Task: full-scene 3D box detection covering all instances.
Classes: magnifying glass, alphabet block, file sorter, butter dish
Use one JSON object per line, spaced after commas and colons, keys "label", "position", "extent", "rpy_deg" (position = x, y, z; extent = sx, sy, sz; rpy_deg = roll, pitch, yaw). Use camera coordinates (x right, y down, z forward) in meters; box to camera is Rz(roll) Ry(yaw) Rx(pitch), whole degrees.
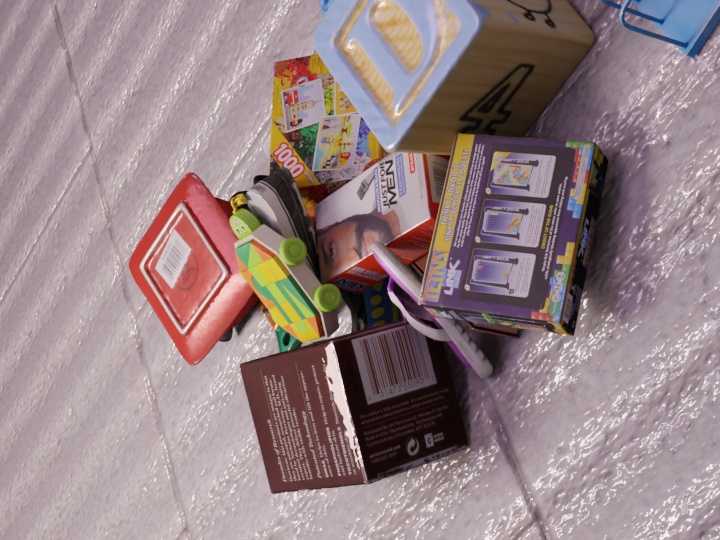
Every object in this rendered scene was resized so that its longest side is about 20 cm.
{"label": "magnifying glass", "position": [-0.102, 0.091, 1.978], "extent": [0.080, 0.022, 0.200], "rpy_deg": [-63, 37, 24]}
{"label": "alphabet block", "position": [0.101, -0.258, 1.593], "extent": [0.197, 0.199, 0.196], "rpy_deg": [-51, 58, 33]}
{"label": "file sorter", "position": [0.287, -0.341, 1.451], "extent": [0.139, 0.122, 0.200], "rpy_deg": [-59, 41, 27]}
{"label": "butter dish", "position": [-0.191, -0.006, 1.941], "extent": [0.200, 0.147, 0.200], "rpy_deg": [54, 125, 23]}

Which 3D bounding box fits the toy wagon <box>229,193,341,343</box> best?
{"label": "toy wagon", "position": [-0.103, -0.001, 1.721], "extent": [0.201, 0.040, 0.155], "rpy_deg": [53, 155, -8]}

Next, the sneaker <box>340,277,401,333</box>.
{"label": "sneaker", "position": [0.000, 0.000, 1.813], "extent": [0.082, 0.070, 0.201], "rpy_deg": [-21, 68, 43]}

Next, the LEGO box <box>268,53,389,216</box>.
{"label": "LEGO box", "position": [-0.034, -0.176, 1.812], "extent": [0.148, 0.077, 0.201], "rpy_deg": [-9, 60, 16]}

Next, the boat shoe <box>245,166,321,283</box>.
{"label": "boat shoe", "position": [-0.075, -0.034, 1.752], "extent": [0.070, 0.064, 0.201], "rpy_deg": [23, 144, 43]}

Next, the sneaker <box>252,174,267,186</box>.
{"label": "sneaker", "position": [-0.113, -0.042, 1.981], "extent": [0.200, 0.075, 0.116], "rpy_deg": [53, 127, 45]}

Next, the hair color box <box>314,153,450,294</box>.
{"label": "hair color box", "position": [0.032, -0.063, 1.673], "extent": [0.200, 0.064, 0.112], "rpy_deg": [-33, 54, 43]}

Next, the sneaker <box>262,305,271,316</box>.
{"label": "sneaker", "position": [-0.079, 0.014, 1.856], "extent": [0.201, 0.088, 0.076], "rpy_deg": [114, 163, -50]}

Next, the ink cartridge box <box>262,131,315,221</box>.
{"label": "ink cartridge box", "position": [-0.052, -0.139, 1.921], "extent": [0.116, 0.067, 0.201], "rpy_deg": [-55, 43, 31]}

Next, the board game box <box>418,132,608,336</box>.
{"label": "board game box", "position": [0.164, -0.041, 1.525], "extent": [0.164, 0.057, 0.202], "rpy_deg": [7, 76, 28]}

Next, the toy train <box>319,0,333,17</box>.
{"label": "toy train", "position": [0.011, -0.339, 1.852], "extent": [0.200, 0.086, 0.115], "rpy_deg": [-33, 58, 58]}

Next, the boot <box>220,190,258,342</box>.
{"label": "boot", "position": [-0.192, -0.007, 2.089], "extent": [0.132, 0.069, 0.202], "rpy_deg": [134, 147, -58]}

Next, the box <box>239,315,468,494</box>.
{"label": "box", "position": [-0.009, 0.159, 1.680], "extent": [0.199, 0.165, 0.166], "rpy_deg": [-18, 87, 52]}

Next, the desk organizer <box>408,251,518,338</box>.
{"label": "desk organizer", "position": [0.122, -0.011, 1.649], "extent": [0.200, 0.071, 0.077], "rpy_deg": [49, 118, 47]}

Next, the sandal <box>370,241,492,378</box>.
{"label": "sandal", "position": [0.073, 0.054, 1.605], "extent": [0.050, 0.203, 0.082], "rpy_deg": [-42, 10, 1]}
